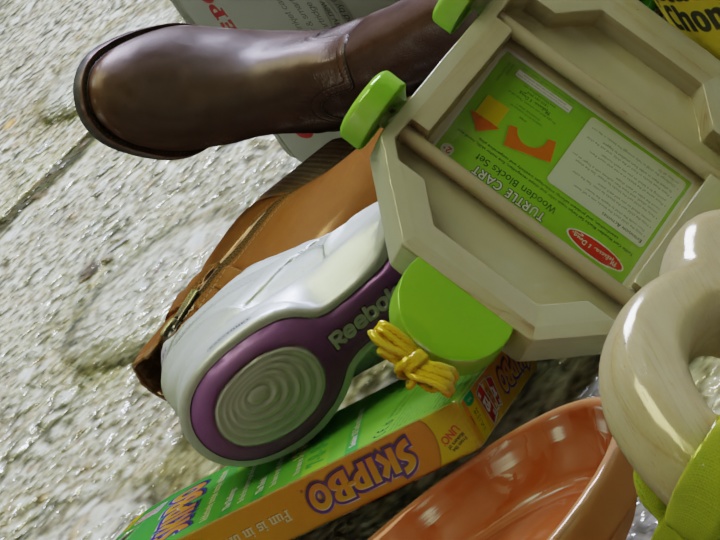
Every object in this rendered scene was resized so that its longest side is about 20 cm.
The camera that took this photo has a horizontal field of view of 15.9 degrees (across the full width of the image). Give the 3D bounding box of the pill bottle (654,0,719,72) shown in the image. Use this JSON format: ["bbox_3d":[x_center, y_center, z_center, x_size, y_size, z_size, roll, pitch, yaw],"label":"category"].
[{"bbox_3d":[0.153,-0.160,1.045,0.112,0.200,0.112,-31,24,16],"label":"pill bottle"}]

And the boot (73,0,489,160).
[{"bbox_3d":[-0.006,-0.100,1.158,0.186,0.065,0.199,-9,-1,-39],"label":"boot"}]

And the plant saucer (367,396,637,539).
[{"bbox_3d":[0.023,0.122,0.891,0.200,0.032,0.200,-40,7,6],"label":"plant saucer"}]

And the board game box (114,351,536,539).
[{"bbox_3d":[-0.026,0.086,1.048,0.199,0.030,0.096,-25,8,23],"label":"board game box"}]

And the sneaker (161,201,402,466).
[{"bbox_3d":[0.000,0.000,1.070,0.199,0.075,0.100,-30,23,-10],"label":"sneaker"}]

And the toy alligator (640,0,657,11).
[{"bbox_3d":[0.134,-0.142,1.231,0.054,0.059,0.201,93,-157,-60],"label":"toy alligator"}]

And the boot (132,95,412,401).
[{"bbox_3d":[-0.015,0.003,1.159,0.155,0.074,0.200,-47,13,-21],"label":"boot"}]

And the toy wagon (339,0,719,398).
[{"bbox_3d":[0.066,-0.027,1.007,0.200,0.155,0.040,-51,-5,-26],"label":"toy wagon"}]

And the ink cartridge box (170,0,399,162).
[{"bbox_3d":[0.014,-0.151,1.289,0.199,0.146,0.084,-15,32,42],"label":"ink cartridge box"}]

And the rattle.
[{"bbox_3d":[0.126,0.053,0.835,0.129,0.144,0.201,-1,38,-3],"label":"rattle"}]
